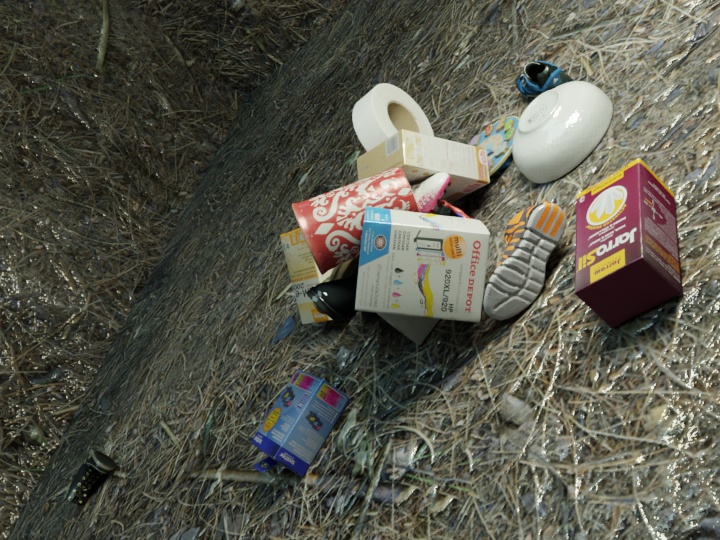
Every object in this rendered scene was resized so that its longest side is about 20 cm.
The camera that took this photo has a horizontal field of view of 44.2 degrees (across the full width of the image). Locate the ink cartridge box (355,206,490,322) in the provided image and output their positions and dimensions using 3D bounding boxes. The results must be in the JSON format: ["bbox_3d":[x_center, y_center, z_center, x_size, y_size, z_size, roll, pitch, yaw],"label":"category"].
[{"bbox_3d":[0.097,-0.011,1.424,0.145,0.198,0.148,-84,0,-78],"label":"ink cartridge box"}]

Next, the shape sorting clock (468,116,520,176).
[{"bbox_3d":[0.244,-0.232,1.772,0.200,0.039,0.201,-42,24,24],"label":"shape sorting clock"}]

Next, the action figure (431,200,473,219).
[{"bbox_3d":[0.150,-0.094,1.678,0.065,0.099,0.200,-57,25,-5],"label":"action figure"}]

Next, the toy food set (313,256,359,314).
[{"bbox_3d":[0.000,0.000,1.744,0.049,0.197,0.201,35,117,31],"label":"toy food set"}]

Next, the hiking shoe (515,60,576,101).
[{"bbox_3d":[0.348,-0.377,1.721,0.075,0.087,0.200,-52,22,1],"label":"hiking shoe"}]

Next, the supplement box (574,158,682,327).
[{"bbox_3d":[0.357,-0.039,1.194,0.110,0.086,0.201,-33,29,38],"label":"supplement box"}]

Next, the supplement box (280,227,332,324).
[{"bbox_3d":[-0.091,0.006,1.870,0.073,0.201,0.126,-15,1,-32],"label":"supplement box"}]

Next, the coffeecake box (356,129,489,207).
[{"bbox_3d":[0.118,-0.188,1.672,0.153,0.199,0.074,-25,63,53],"label":"coffeecake box"}]

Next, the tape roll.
[{"bbox_3d":[0.077,-0.325,2.031,0.071,0.202,0.203,-35,28,37],"label":"tape roll"}]

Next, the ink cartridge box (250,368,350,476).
[{"bbox_3d":[-0.122,0.294,1.654,0.201,0.076,0.136,-59,23,-12],"label":"ink cartridge box"}]

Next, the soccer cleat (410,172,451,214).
[{"bbox_3d":[0.091,-0.125,1.631,0.070,0.086,0.200,-56,3,-38],"label":"soccer cleat"}]

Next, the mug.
[{"bbox_3d":[-0.007,-0.100,1.562,0.199,0.134,0.178,-24,20,0],"label":"mug"}]

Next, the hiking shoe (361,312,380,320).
[{"bbox_3d":[0.073,0.011,1.693,0.201,0.076,0.101,-54,19,-7],"label":"hiking shoe"}]

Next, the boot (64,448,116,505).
[{"bbox_3d":[-0.754,0.584,2.471,0.154,0.073,0.203,-61,19,-13],"label":"boot"}]

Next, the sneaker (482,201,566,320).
[{"bbox_3d":[0.252,-0.015,1.403,0.201,0.077,0.112,-57,7,0],"label":"sneaker"}]

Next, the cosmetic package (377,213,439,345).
[{"bbox_3d":[0.113,0.016,1.562,0.200,0.113,0.081,-51,21,0],"label":"cosmetic package"}]

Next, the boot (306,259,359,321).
[{"bbox_3d":[-0.002,0.006,1.594,0.168,0.076,0.200,-49,-15,8],"label":"boot"}]

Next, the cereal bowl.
[{"bbox_3d":[0.341,-0.256,1.562,0.200,0.083,0.201,-41,25,24],"label":"cereal bowl"}]
